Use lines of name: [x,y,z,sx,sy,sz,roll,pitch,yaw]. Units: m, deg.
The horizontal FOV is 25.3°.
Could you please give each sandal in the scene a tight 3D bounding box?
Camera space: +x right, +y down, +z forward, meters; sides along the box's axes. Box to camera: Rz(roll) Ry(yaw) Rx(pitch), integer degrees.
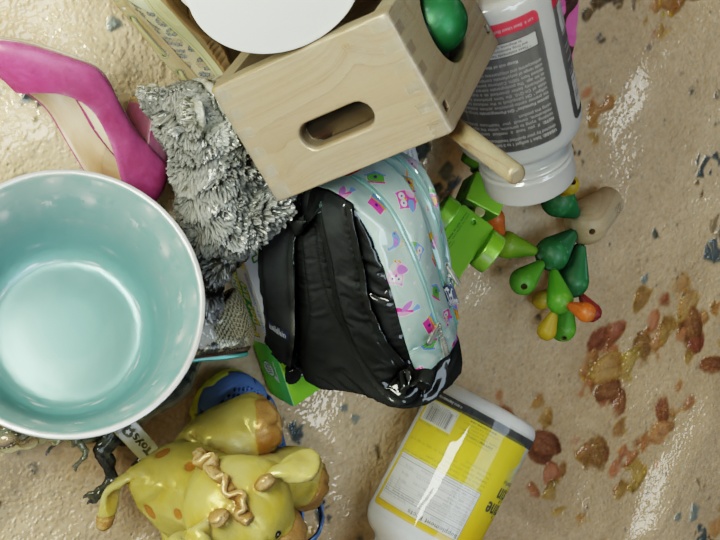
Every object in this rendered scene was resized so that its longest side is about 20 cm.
sandal: [-0.082,0.171,1.398,0.079,0.087,0.201,-37,124,-20]

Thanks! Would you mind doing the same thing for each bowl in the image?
bowl: [-0.219,0.035,1.192,0.200,0.105,0.202,3,74,-10]

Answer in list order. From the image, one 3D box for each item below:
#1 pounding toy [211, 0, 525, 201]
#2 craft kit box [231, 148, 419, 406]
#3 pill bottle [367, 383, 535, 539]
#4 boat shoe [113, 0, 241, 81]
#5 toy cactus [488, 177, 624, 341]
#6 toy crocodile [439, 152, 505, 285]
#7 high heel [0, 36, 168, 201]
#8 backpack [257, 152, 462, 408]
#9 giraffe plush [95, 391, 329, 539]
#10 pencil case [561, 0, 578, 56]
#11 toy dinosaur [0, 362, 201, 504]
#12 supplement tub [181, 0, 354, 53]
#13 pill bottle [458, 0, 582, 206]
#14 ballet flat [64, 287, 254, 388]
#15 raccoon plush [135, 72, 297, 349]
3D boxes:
pounding toy: [0.023,-0.136,1.189,0.143,0.199,0.184,59,31,-21]
craft kit box: [-0.021,-0.015,1.408,0.197,0.048,0.201,-32,124,-23]
pill bottle: [0.075,0.213,1.523,0.112,0.112,0.201,31,86,-42]
boat shoe: [-0.122,-0.177,1.262,0.200,0.062,0.074,53,45,-41]
toy cactus: [0.206,-0.031,1.564,0.165,0.102,0.201,-39,118,-34]
toy crocodile: [0.106,-0.061,1.443,0.067,0.062,0.201,32,71,-8]
high heel: [-0.218,-0.104,1.199,0.200,0.067,0.096,27,78,-55]
backpack: [0.000,0.000,1.316,0.127,0.166,0.201,-42,127,-45]
giraffe plush: [-0.097,0.181,1.252,0.200,0.162,0.173,33,80,-27]
pencil case: [0.142,-0.226,1.411,0.094,0.091,0.201,-34,139,-27]
toy dinosaur: [-0.201,0.136,1.313,0.199,0.047,0.089,-18,112,-39]
supplement tub: [-0.079,-0.263,1.139,0.144,0.200,0.145,-9,137,-9]
pill bottle: [0.124,-0.157,1.336,0.111,0.111,0.201,-35,129,-24]
ballet flat: [-0.182,0.054,1.285,0.199,0.068,0.076,-14,96,-22]
raccoon plush: [-0.123,-0.049,1.214,0.134,0.096,0.201,27,69,-52]
